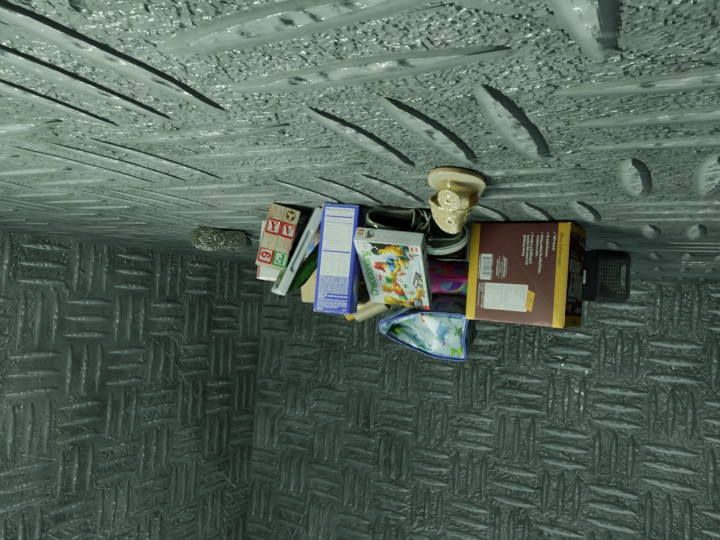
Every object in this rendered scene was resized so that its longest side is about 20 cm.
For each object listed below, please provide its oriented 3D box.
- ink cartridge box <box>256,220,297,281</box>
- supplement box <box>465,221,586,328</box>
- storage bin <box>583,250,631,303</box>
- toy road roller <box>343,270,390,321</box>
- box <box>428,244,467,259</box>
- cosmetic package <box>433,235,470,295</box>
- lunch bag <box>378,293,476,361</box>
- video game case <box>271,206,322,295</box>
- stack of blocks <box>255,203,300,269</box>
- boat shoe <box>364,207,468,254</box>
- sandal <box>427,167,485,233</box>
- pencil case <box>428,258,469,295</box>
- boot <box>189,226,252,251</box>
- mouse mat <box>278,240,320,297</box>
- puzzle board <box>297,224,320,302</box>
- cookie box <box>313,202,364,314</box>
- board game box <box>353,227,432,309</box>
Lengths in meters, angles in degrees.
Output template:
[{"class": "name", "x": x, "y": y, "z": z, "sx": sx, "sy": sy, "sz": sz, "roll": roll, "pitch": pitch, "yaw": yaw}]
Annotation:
[{"class": "ink cartridge box", "x": -0.202, "y": -0.043, "z": 1.444, "sx": 0.082, "sy": 0.147, "sz": 0.200, "roll": 5, "pitch": 177, "yaw": 4}, {"class": "supplement box", "x": 0.336, "y": 0.008, "z": 1.126, "sx": 0.198, "sy": 0.201, "sz": 0.132, "roll": 3, "pitch": 178, "yaw": 35}, {"class": "storage bin", "x": 0.667, "y": 0.020, "z": 1.571, "sx": 0.092, "sy": 0.138, "sz": 0.200, "roll": 4, "pitch": 178, "yaw": -2}, {"class": "toy road roller", "x": 0.000, "y": 0.000, "z": 1.259, "sx": 0.122, "sy": 0.147, "sz": 0.201, "roll": -24, "pitch": -148, "yaw": 16}, {"class": "box", "x": 0.160, "y": -0.067, "z": 1.176, "sx": 0.099, "sy": 0.076, "sz": 0.199, "roll": 3, "pitch": 175, "yaw": 24}, {"class": "cosmetic package", "x": 0.171, "y": -0.007, "z": 1.430, "sx": 0.197, "sy": 0.168, "sz": 0.165, "roll": 4, "pitch": 177, "yaw": -4}, {"class": "lunch bag", "x": 0.157, "y": 0.114, "z": 1.254, "sx": 0.197, "sy": 0.130, "sz": 0.170, "roll": 4, "pitch": -170, "yaw": 20}, {"class": "video game case", "x": -0.133, "y": -0.035, "z": 1.161, "sx": 0.022, "sy": 0.184, "sz": 0.200, "roll": 26, "pitch": 173, "yaw": -11}, {"class": "stack of blocks", "x": -0.177, "y": -0.065, "z": 1.164, "sx": 0.058, "sy": 0.117, "sz": 0.200, "roll": 15, "pitch": 175, "yaw": -11}, {"class": "boat shoe", "x": 0.105, "y": -0.077, "z": 1.023, "sx": 0.197, "sy": 0.072, "sz": 0.064, "roll": 4, "pitch": 154, "yaw": -1}, {"class": "sandal", "x": 0.135, "y": -0.086, "z": 0.784, "sx": 0.076, "sy": 0.071, "sz": 0.212, "roll": 3, "pitch": 177, "yaw": 11}, {"class": "pencil case", "x": 0.159, "y": 0.013, "z": 1.211, "sx": 0.198, "sy": 0.090, "sz": 0.088, "roll": 2, "pitch": 179, "yaw": -35}, {"class": "boot", "x": -0.425, "y": -0.093, "z": 1.714, "sx": 0.179, "sy": 0.074, "sz": 0.200, "roll": 7, "pitch": -176, "yaw": -11}, {"class": "mouse mat", "x": -0.104, "y": -0.025, "z": 1.275, "sx": 0.008, "sy": 0.201, "sz": 0.161, "roll": 41, "pitch": -162, "yaw": 6}, {"class": "puzzle board", "x": -0.084, "y": -0.014, "z": 1.395, "sx": 0.148, "sy": 0.203, "sz": 0.017, "roll": 4, "pitch": -164, "yaw": 21}, {"class": "cookie box", "x": -0.039, "y": -0.019, "z": 1.098, "sx": 0.074, "sy": 0.203, "sz": 0.171, "roll": 5, "pitch": 177, "yaw": 4}, {"class": "board game box", "x": 0.067, "y": -0.001, "z": 1.059, "sx": 0.124, "sy": 0.035, "sz": 0.201, "roll": 7, "pitch": 145, "yaw": 18}]
